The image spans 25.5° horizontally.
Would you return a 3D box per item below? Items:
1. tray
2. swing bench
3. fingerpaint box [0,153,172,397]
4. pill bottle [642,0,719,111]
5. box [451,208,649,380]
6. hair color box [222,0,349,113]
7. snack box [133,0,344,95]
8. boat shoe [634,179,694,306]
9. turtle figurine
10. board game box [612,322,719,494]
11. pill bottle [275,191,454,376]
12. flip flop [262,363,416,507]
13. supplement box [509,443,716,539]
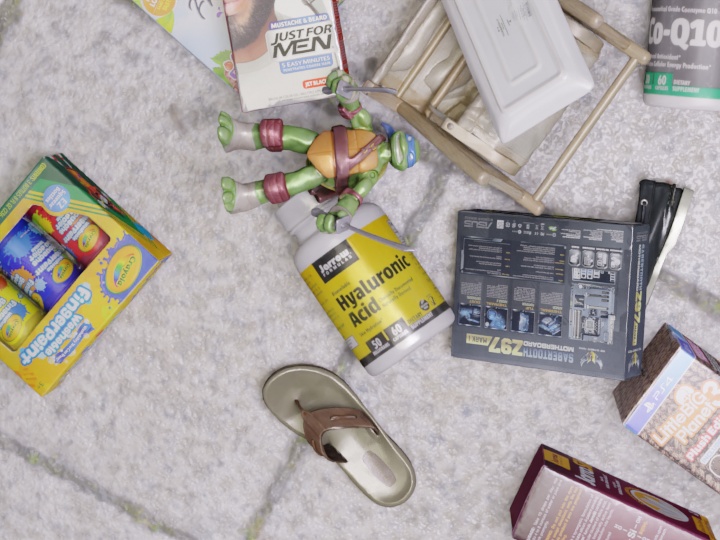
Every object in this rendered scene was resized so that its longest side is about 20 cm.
[{"bbox_3d":[0.141,-0.230,1.515,0.107,0.022,0.201,-30,62,21],"label":"tray"},{"bbox_3d":[0.142,-0.200,1.597,0.200,0.130,0.199,42,102,35],"label":"swing bench"},{"bbox_3d":[-0.332,0.004,1.704,0.167,0.073,0.200,42,99,0],"label":"fingerpaint box"},{"bbox_3d":[0.347,-0.261,1.588,0.113,0.113,0.201,5,97,5],"label":"pill bottle"},{"bbox_3d":[0.192,0.022,1.630,0.199,0.051,0.158,6,97,31],"label":"box"},{"bbox_3d":[-0.080,-0.266,1.588,0.110,0.064,0.201,-9,98,5],"label":"hair color box"},{"bbox_3d":[-0.109,-0.302,1.649,0.169,0.068,0.200,42,98,-2],"label":"snack box"},{"bbox_3d":[0.278,-0.002,1.645,0.066,0.075,0.200,23,99,6],"label":"boat shoe"},{"bbox_3d":[-0.042,-0.114,1.533,0.193,0.200,0.144,-5,116,6],"label":"turtle figurine"},{"bbox_3d":[0.368,0.159,1.612,0.200,0.159,0.097,36,99,1],"label":"board game box"},{"bbox_3d":[0.000,0.000,1.651,0.111,0.111,0.200,-36,87,8],"label":"pill bottle"},{"bbox_3d":[-0.021,0.178,1.703,0.081,0.058,0.200,-44,91,9],"label":"flip flop"},{"bbox_3d":[0.262,0.268,1.660,0.199,0.110,0.086,24,98,2],"label":"supplement box"}]
